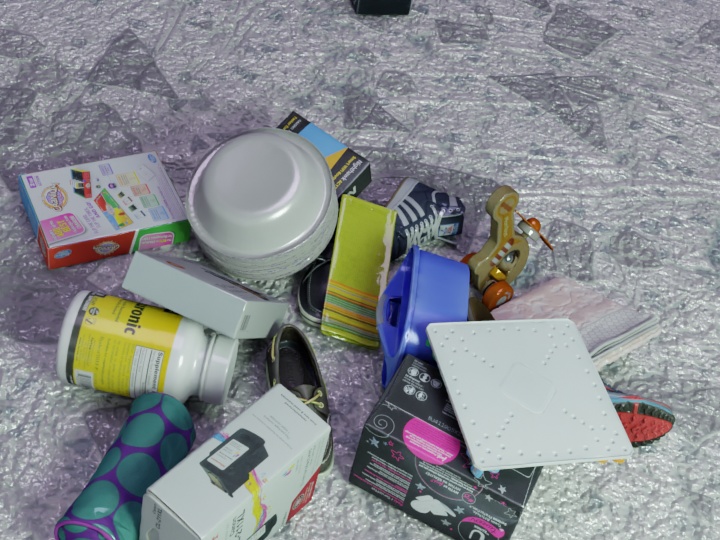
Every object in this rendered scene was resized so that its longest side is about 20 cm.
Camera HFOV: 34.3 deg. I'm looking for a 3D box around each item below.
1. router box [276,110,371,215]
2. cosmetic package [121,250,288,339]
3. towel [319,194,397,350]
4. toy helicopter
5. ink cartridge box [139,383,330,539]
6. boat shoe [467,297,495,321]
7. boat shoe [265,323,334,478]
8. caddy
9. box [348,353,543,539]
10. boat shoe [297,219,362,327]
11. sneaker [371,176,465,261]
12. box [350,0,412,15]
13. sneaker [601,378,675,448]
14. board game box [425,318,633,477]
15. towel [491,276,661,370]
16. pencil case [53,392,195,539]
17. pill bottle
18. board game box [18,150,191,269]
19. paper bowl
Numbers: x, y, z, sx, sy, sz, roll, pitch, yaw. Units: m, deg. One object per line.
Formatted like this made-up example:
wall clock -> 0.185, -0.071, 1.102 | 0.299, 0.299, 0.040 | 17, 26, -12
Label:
router box -> -0.101, -0.108, 1.620 | 0.148, 0.051, 0.200 | 34, 69, 20
cosmetic package -> -0.183, 0.031, 1.421 | 0.149, 0.052, 0.200 | 21, 1, 10
towel -> 0.000, 0.000, 1.536 | 0.085, 0.018, 0.203 | 18, 64, -21
toy helicopter -> 0.198, -0.045, 1.564 | 0.131, 0.201, 0.079 | -32, 57, -16
ink cartridge box -> -0.134, 0.240, 1.239 | 0.082, 0.147, 0.199 | 36, 49, 20
boat shoe -> 0.153, 0.130, 1.451 | 0.073, 0.064, 0.202 | 25, 42, -46
boat shoe -> -0.074, 0.154, 1.400 | 0.071, 0.061, 0.203 | -5, 47, -17
caddy -> 0.070, 0.062, 1.470 | 0.103, 0.142, 0.202 | 13, 43, -4
box -> 0.105, 0.214, 1.344 | 0.198, 0.116, 0.132 | 27, 44, 11
boat shoe -> -0.035, -0.005, 1.570 | 0.074, 0.063, 0.201 | 19, 46, 4
sneaker -> 0.082, -0.055, 1.642 | 0.107, 0.071, 0.201 | 20, 41, 10
box -> 0.029, -0.578, 2.099 | 0.105, 0.150, 0.202 | -4, 47, -17
sneaker -> 0.301, 0.158, 1.473 | 0.197, 0.080, 0.096 | 11, 42, -3
board game box -> 0.188, 0.142, 1.336 | 0.197, 0.026, 0.202 | -1, 47, -20
towel -> 0.264, 0.075, 1.535 | 0.198, 0.033, 0.190 | -23, 31, -34
pencil case -> -0.252, 0.229, 1.266 | 0.085, 0.092, 0.201 | 46, 39, -16
pill bottle -> -0.249, 0.098, 1.380 | 0.197, 0.112, 0.112 | 13, 44, -1
board game box -> -0.349, -0.086, 1.592 | 0.197, 0.041, 0.154 | -13, 50, -24
paper bowl -> -0.131, -0.098, 1.529 | 0.197, 0.105, 0.203 | -3, 62, 6
